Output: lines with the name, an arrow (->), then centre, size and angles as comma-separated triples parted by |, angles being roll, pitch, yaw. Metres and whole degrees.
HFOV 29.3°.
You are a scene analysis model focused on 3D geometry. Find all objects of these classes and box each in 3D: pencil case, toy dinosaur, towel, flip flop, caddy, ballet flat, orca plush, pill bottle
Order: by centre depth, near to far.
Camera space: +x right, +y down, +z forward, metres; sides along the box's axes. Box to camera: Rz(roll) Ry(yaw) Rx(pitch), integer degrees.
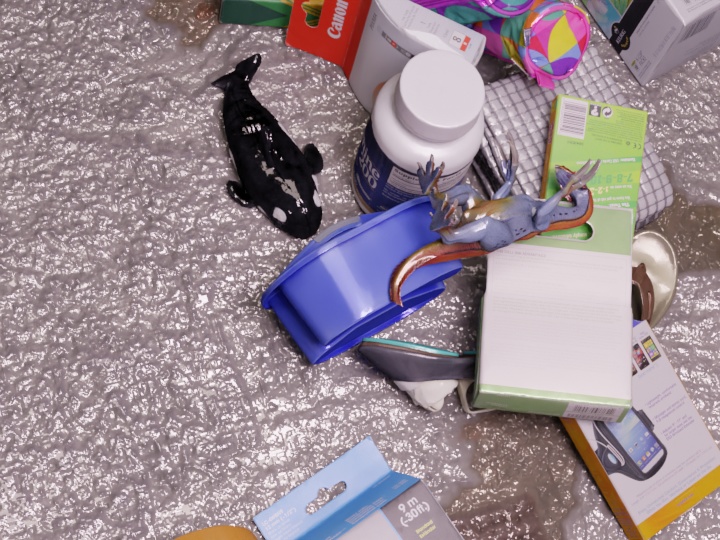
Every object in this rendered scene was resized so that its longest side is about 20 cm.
toy dinosaur -> 0.132, -0.054, 1.278 | 0.180, 0.201, 0.105 | 16, 30, -36
caddy -> 0.000, 0.000, 1.319 | 0.199, 0.142, 0.106 | -28, 78, -20
ballet flat -> 0.093, 0.104, 1.334 | 0.197, 0.073, 0.074 | 4, 67, -16
pill bottle -> 0.058, -0.128, 1.348 | 0.109, 0.200, 0.112 | 4, 67, -9
pencil case -> 0.082, -0.279, 1.383 | 0.092, 0.199, 0.086 | -33, 107, -36
orca plush -> -0.088, -0.134, 1.394 | 0.104, 0.071, 0.202 | -7, 69, -13
flip flop -> 0.262, 0.039, 1.395 | 0.081, 0.058, 0.200 | 39, 67, 7
pencil case -> 0.152, -0.257, 1.430 | 0.088, 0.089, 0.200 | -23, 32, -18
towel -> 0.208, -0.114, 1.436 | 0.164, 0.086, 0.202 | -24, 76, -17

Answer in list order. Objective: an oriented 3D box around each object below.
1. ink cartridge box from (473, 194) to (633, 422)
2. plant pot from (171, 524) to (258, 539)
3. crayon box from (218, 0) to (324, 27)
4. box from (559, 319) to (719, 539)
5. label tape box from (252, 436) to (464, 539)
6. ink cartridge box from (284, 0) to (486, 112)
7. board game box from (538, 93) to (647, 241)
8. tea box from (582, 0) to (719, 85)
ink cartridge box -> 0.184, 0.035, 1.303 | 0.143, 0.048, 0.202 | 6, 65, 0
plant pot -> -0.113, 0.324, 1.149 | 0.198, 0.201, 0.184 | -18, 57, -17
crayon box -> -0.054, -0.328, 1.492 | 0.197, 0.051, 0.129 | 2, 67, -10
box -> 0.263, 0.144, 1.336 | 0.118, 0.041, 0.202 | -30, 89, -18
label tape box -> 0.015, 0.264, 1.255 | 0.142, 0.066, 0.201 | -31, 78, -20
ink cartridge box -> 0.015, -0.219, 1.398 | 0.198, 0.163, 0.051 | 22, 64, 0
board game box -> 0.225, -0.067, 1.358 | 0.094, 0.030, 0.203 | 10, 76, -7
tea box -> 0.354, -0.351, 1.530 | 0.199, 0.134, 0.198 | -28, 75, -19
